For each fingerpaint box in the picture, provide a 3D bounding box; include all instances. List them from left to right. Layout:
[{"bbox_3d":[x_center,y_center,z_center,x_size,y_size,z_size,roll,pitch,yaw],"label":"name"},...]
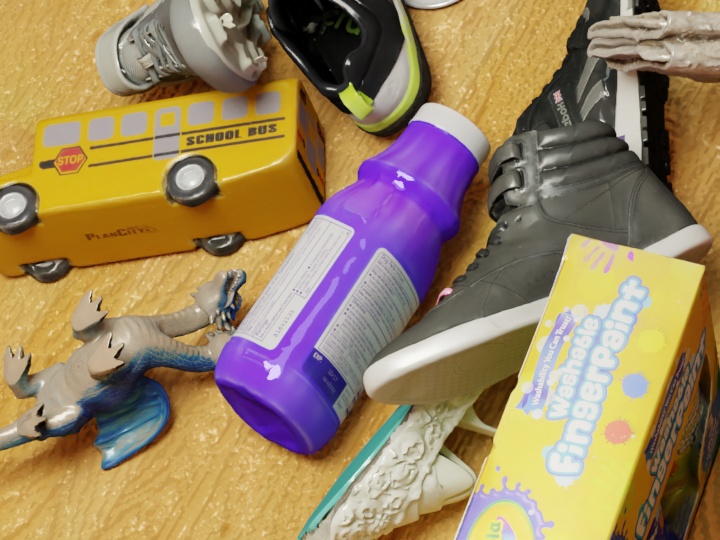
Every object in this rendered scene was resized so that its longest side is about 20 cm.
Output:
[{"bbox_3d":[0.111,0.113,1.154,0.073,0.167,0.201,14,65,20],"label":"fingerpaint box"}]

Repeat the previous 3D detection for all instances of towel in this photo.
[{"bbox_3d":[0.225,-0.112,1.239,0.199,0.133,0.035,1,95,-11],"label":"towel"}]

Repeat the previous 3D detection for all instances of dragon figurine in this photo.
[{"bbox_3d":[-0.143,0.068,1.324,0.200,0.099,0.059,-40,57,15],"label":"dragon figurine"}]

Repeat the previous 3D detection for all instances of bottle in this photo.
[{"bbox_3d":[0.000,0.000,1.306,0.065,0.084,0.200,24,71,28],"label":"bottle"}]

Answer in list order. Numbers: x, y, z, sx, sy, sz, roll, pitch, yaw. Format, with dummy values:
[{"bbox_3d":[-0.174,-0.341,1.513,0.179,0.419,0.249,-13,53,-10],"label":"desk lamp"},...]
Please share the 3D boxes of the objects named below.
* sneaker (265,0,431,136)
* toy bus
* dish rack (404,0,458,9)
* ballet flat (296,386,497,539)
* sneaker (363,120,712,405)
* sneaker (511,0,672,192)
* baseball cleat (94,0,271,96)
[{"bbox_3d":[-0.021,-0.165,1.397,0.072,0.083,0.200,-43,54,22],"label":"sneaker"},{"bbox_3d":[-0.124,-0.052,1.385,0.199,0.065,0.079,-8,58,12],"label":"toy bus"},{"bbox_3d":[0.054,-0.268,1.473,0.171,0.044,0.200,-32,57,-3],"label":"dish rack"},{"bbox_3d":[0.048,0.079,1.260,0.072,0.072,0.200,28,73,29],"label":"ballet flat"},{"bbox_3d":[0.072,-0.007,1.228,0.199,0.071,0.099,-26,71,-17],"label":"sneaker"},{"bbox_3d":[0.122,-0.095,1.333,0.087,0.076,0.201,-8,59,19],"label":"sneaker"},{"bbox_3d":[-0.104,-0.124,1.373,0.106,0.200,0.070,-24,96,8],"label":"baseball cleat"}]
